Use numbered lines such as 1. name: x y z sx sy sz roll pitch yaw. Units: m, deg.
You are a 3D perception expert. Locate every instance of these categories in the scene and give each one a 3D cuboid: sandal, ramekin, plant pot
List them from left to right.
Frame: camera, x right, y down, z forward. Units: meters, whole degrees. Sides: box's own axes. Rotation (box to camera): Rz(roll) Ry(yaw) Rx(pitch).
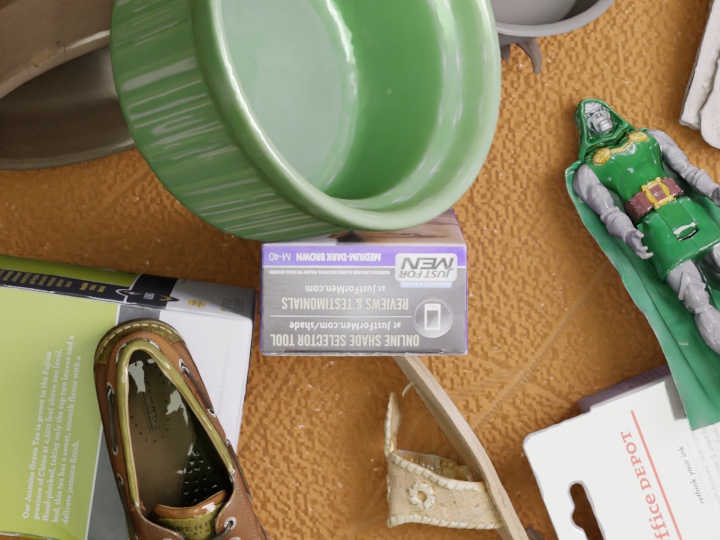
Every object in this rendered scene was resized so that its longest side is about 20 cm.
1. plant pot: -0.152 -0.173 1.613 0.200 0.200 0.175 -19 78 0
2. ramekin: -0.031 -0.110 1.484 0.200 0.098 0.201 14 70 -42
3. sandal: 0.050 0.134 1.681 0.070 0.078 0.212 -37 99 -5

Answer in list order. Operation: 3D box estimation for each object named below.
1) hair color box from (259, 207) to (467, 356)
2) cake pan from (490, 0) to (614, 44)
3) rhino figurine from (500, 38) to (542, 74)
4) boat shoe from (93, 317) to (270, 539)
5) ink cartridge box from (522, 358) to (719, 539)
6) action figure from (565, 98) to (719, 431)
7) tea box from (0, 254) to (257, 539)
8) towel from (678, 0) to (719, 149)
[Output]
1. hair color box: 0.000 0.000 1.607 0.109 0.200 0.065 0 100 -2
2. cake pan: 0.059 -0.208 1.627 0.200 0.037 0.201 15 57 -24
3. rhino figurine: 0.017 -0.165 1.668 0.200 0.060 0.088 31 110 -4
4. boat shoe: -0.088 0.123 1.481 0.072 0.068 0.200 -24 97 -4
5. ink cartridge box: 0.200 0.107 1.687 0.200 0.068 0.116 -21 93 -1
6. action figure: 0.178 -0.019 1.658 0.118 0.055 0.200 -28 65 -18
7. tea box: -0.161 0.067 1.609 0.196 0.200 0.134 9 94 -1
8. towel: 0.289 -0.116 1.671 0.199 0.034 0.133 10 114 -4
